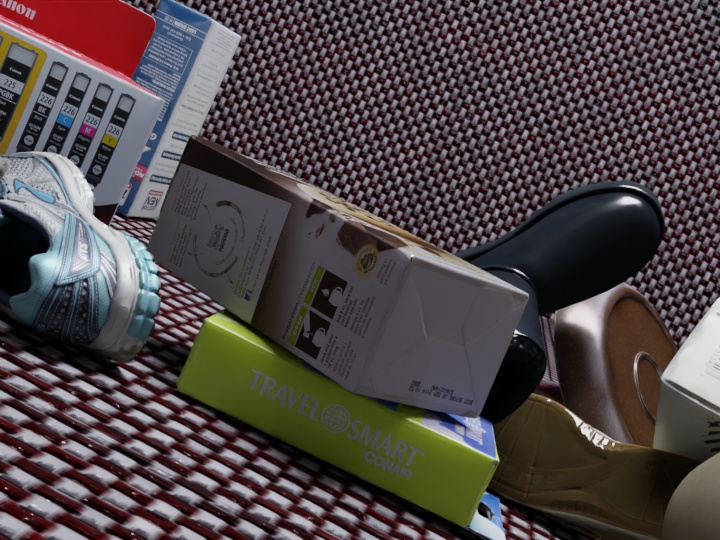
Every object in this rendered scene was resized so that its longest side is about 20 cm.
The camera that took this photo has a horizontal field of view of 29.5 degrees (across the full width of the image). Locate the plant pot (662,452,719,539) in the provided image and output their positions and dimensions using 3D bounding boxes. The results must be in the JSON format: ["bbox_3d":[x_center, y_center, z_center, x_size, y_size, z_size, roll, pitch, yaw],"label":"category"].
[{"bbox_3d":[0.246,0.154,0.713,0.185,0.190,0.200,25,-9,-13],"label":"plant pot"}]

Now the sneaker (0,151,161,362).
[{"bbox_3d":[-0.188,-0.023,0.747,0.086,0.079,0.199,16,10,-44],"label":"sneaker"}]

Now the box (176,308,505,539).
[{"bbox_3d":[0.001,0.083,0.783,0.198,0.048,0.122,26,5,2],"label":"box"}]

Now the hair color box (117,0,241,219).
[{"bbox_3d":[-0.193,-0.153,1.319,0.060,0.202,0.100,25,5,10],"label":"hair color box"}]

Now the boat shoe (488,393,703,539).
[{"bbox_3d":[0.143,0.137,0.882,0.198,0.075,0.067,21,-21,32],"label":"boat shoe"}]

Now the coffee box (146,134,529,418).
[{"bbox_3d":[-0.018,0.001,0.787,0.199,0.081,0.112,29,8,41],"label":"coffee box"}]

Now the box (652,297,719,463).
[{"bbox_3d":[0.237,0.117,0.899,0.068,0.082,0.201,29,-28,28],"label":"box"}]

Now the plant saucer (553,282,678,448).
[{"bbox_3d":[0.209,0.093,1.035,0.032,0.203,0.199,-19,-23,32],"label":"plant saucer"}]

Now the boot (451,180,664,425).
[{"bbox_3d":[0.115,0.026,0.899,0.169,0.198,0.077,-81,147,-66],"label":"boot"}]

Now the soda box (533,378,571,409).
[{"bbox_3d":[0.165,0.129,1.059,0.070,0.064,0.199,30,6,39],"label":"soda box"}]

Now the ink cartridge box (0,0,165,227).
[{"bbox_3d":[-0.236,-0.116,0.862,0.198,0.178,0.084,22,6,-30],"label":"ink cartridge box"}]
